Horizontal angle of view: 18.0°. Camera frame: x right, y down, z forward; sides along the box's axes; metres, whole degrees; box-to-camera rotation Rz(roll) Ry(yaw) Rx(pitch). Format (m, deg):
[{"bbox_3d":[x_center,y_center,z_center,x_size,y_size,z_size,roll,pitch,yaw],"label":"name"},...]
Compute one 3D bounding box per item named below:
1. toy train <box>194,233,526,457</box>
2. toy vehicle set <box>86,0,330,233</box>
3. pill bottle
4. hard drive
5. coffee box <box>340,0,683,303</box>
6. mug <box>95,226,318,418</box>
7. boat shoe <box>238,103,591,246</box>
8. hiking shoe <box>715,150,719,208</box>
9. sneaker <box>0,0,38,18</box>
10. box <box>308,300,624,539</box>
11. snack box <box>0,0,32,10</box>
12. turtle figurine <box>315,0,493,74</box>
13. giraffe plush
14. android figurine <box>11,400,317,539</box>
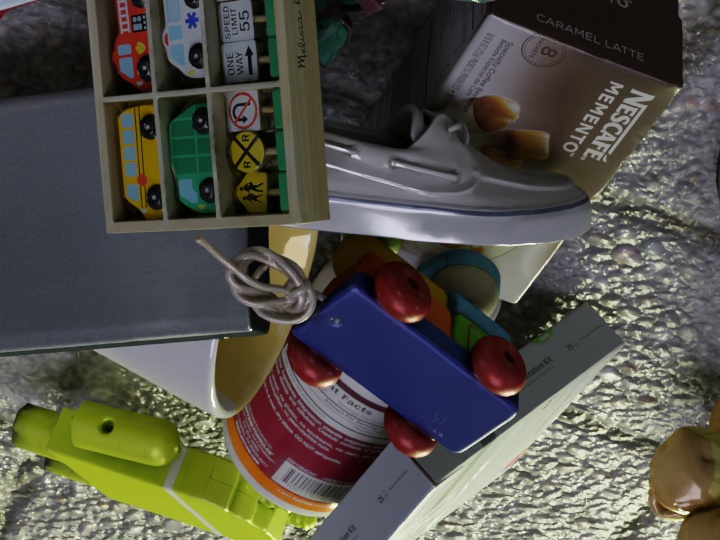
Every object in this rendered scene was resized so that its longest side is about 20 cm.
[{"bbox_3d":[0.000,0.000,1.206,0.200,0.116,0.085,37,125,-23],"label":"toy train"},{"bbox_3d":[-0.079,-0.120,1.119,0.124,0.201,0.026,-3,-177,35],"label":"toy vehicle set"},{"bbox_3d":[0.003,0.057,1.388,0.113,0.113,0.200,21,137,-17],"label":"pill bottle"},{"bbox_3d":[-0.147,-0.028,1.224,0.199,0.140,0.033,-5,171,20],"label":"hard drive"},{"bbox_3d":[0.080,-0.083,1.239,0.114,0.080,0.200,19,138,-15],"label":"coffee box"},{"bbox_3d":[-0.121,0.002,1.312,0.153,0.150,0.187,18,138,13],"label":"mug"},{"bbox_3d":[0.029,-0.052,1.166,0.199,0.074,0.066,3,103,-21],"label":"boat shoe"},{"bbox_3d":[0.235,-0.044,1.250,0.075,0.101,0.200,0,140,7],"label":"hiking shoe"},{"bbox_3d":[-0.217,-0.147,1.219,0.199,0.079,0.116,3,150,22],"label":"sneaker"},{"bbox_3d":[0.059,0.113,1.396,0.041,0.200,0.156,49,137,11],"label":"box"},{"bbox_3d":[-0.177,-0.224,1.048,0.168,0.068,0.201,-12,104,21],"label":"snack box"},{"bbox_3d":[-0.012,-0.168,1.140,0.200,0.150,0.101,-6,-174,43],"label":"turtle figurine"},{"bbox_3d":[0.257,0.170,1.488,0.199,0.173,0.162,-14,162,-32],"label":"giraffe plush"},{"bbox_3d":[-0.126,0.135,1.495,0.199,0.041,0.182,14,163,20],"label":"android figurine"}]
